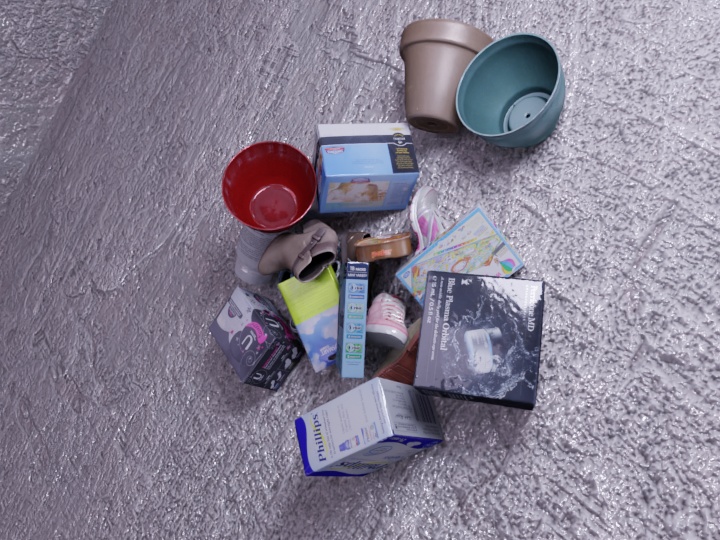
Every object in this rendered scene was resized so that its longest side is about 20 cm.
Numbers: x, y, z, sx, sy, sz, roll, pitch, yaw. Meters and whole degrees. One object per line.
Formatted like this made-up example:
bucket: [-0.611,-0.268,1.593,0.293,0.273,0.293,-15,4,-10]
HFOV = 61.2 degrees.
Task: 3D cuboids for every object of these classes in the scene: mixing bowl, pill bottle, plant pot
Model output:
mixing bowl: [-0.189,-0.158,1.289,0.195,0.109,0.204,1,70,-3]
pill bottle: [-0.228,-0.074,1.431,0.114,0.112,0.203,49,128,38]
plant pot: [0.164,-0.379,1.232,0.198,0.199,0.179,10,87,39]
plant pot: [0.294,-0.312,1.134,0.197,0.133,0.204,-15,64,32]

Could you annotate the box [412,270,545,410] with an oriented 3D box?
box: [0.201,0.116,1.021,0.196,0.118,0.201,5,75,15]

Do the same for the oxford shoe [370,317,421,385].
oxford shoe: [0.082,0.173,1.177,0.200,0.070,0.074,-47,24,17]

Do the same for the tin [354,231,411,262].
tin: [0.046,-0.047,1.196,0.109,0.200,0.043,-5,97,5]

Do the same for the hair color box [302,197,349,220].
hair color box: [-0.112,-0.178,1.450,0.197,0.060,0.101,-2,73,38]

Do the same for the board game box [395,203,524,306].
board game box: [0.181,-0.006,1.121,0.199,0.034,0.135,-39,96,19]

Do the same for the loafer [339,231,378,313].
loafer: [0.000,0.000,1.286,0.070,0.073,0.204,-22,62,29]

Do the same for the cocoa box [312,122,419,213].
cocoa box: [0.006,-0.211,1.261,0.134,0.196,0.134,109,154,-60]

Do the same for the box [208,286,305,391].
box: [-0.237,0.153,1.388,0.133,0.114,0.200,-53,51,9]

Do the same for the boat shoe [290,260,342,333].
boat shoe: [-0.098,0.059,1.344,0.199,0.068,0.074,-42,52,18]

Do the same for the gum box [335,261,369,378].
gum box: [-0.017,0.088,1.151,0.044,0.170,0.205,2,89,-5]

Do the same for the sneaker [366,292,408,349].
sneaker: [0.053,0.089,1.166,0.106,0.074,0.200,-63,8,-11]

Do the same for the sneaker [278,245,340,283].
sneaker: [-0.116,-0.008,1.361,0.199,0.079,0.097,-24,42,49]

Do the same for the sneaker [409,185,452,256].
sneaker: [0.153,-0.073,1.199,0.087,0.081,0.204,-13,72,29]

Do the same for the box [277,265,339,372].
box: [-0.080,0.095,1.279,0.120,0.048,0.203,-26,82,11]

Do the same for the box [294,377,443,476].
box: [0.016,0.288,1.095,0.198,0.183,0.107,-31,58,25]

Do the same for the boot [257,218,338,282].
boot: [-0.131,-0.023,1.258,0.199,0.070,0.147,-40,34,13]
